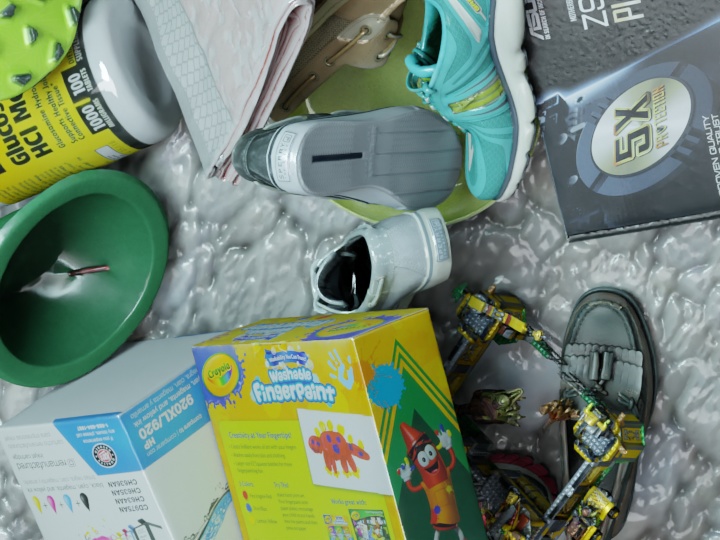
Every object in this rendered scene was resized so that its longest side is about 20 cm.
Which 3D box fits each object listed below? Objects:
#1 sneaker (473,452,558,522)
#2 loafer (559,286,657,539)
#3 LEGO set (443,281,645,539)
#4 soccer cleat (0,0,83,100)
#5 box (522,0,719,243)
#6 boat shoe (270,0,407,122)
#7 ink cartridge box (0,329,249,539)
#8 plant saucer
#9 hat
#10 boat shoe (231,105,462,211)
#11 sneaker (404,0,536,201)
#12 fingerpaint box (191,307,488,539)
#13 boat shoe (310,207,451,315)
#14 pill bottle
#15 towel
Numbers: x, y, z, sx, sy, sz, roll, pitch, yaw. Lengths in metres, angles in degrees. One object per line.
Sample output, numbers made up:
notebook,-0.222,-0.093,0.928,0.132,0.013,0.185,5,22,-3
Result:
sneaker,0.044,0.174,1.762,0.199,0.075,0.081,-5,109,16
loafer,0.175,0.114,1.713,0.072,0.063,0.201,5,111,12
LEGO set,0.089,0.107,1.659,0.154,0.116,0.200,-48,61,22
soccer cleat,-0.229,-0.190,1.640,0.081,0.200,0.068,-13,132,44
box,0.202,-0.136,1.602,0.163,0.086,0.201,-9,107,18
boat shoe,0.000,-0.173,1.620,0.200,0.071,0.065,-31,106,30
ink cartridge box,-0.140,0.168,1.744,0.147,0.145,0.201,-9,109,43
plant saucer,0.034,-0.129,1.677,0.199,0.031,0.201,5,111,12
hat,-0.268,-0.017,1.765,0.200,0.176,0.166,-46,137,-12
boat shoe,-0.007,-0.082,1.600,0.071,0.200,0.072,13,96,37
sneaker,0.068,-0.133,1.586,0.079,0.078,0.201,-19,125,-11
fingerpaint box,-0.016,0.117,1.624,0.200,0.073,0.168,-7,101,54
boat shoe,0.000,0.001,1.655,0.071,0.201,0.070,-8,79,-19
pill bottle,-0.238,-0.113,1.705,0.199,0.112,0.113,-22,103,20
towel,-0.095,-0.190,1.590,0.032,0.201,0.191,-4,143,-28
